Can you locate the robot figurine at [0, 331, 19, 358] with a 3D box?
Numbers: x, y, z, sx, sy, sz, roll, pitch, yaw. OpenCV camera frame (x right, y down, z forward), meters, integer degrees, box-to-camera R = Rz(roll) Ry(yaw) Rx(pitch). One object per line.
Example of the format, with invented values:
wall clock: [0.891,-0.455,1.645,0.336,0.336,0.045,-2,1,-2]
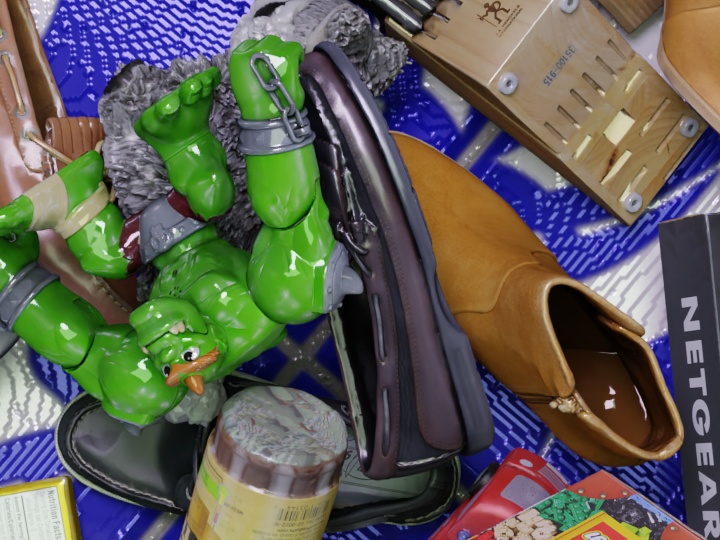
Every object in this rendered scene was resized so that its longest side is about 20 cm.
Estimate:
robot figurine: [-0.257,-0.007,1.293,0.200,0.113,0.170,38,123,2]

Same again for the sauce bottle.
sauce bottle: [-0.059,0.149,1.273,0.064,0.065,0.201,18,119,1]

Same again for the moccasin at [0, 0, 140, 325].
moccasin: [-0.145,-0.057,1.319,0.078,0.074,0.202,-30,79,8]

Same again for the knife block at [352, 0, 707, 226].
knife block: [0.055,-0.121,1.329,0.064,0.175,0.200,-51,133,0]

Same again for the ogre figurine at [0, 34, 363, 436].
ogre figurine: [-0.080,-0.008,1.203,0.200,0.098,0.120,-34,93,9]

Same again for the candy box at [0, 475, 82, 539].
candy box: [-0.174,0.206,1.329,0.102,0.026,0.201,-10,89,1]

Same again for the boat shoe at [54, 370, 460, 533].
boat shoe: [-0.051,0.089,1.312,0.198,0.066,0.075,13,90,1]

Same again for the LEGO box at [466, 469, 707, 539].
LEGO box: [0.075,0.213,1.222,0.149,0.077,0.201,-23,129,-33]

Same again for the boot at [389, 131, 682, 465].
boot: [0.072,0.007,1.265,0.071,0.144,0.201,-41,90,-8]

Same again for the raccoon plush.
raccoon plush: [-0.037,-0.037,1.287,0.133,0.097,0.201,-11,91,18]

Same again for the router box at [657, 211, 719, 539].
router box: [0.229,0.068,1.291,0.157,0.052,0.201,-4,87,-22]

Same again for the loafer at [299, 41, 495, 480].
loafer: [0.000,0.000,1.225,0.063,0.072,0.201,-24,102,-12]

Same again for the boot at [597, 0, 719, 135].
boot: [0.199,-0.134,1.278,0.144,0.071,0.201,-43,53,9]

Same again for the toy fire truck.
toy fire truck: [0.015,0.179,1.264,0.049,0.141,0.200,42,112,1]
